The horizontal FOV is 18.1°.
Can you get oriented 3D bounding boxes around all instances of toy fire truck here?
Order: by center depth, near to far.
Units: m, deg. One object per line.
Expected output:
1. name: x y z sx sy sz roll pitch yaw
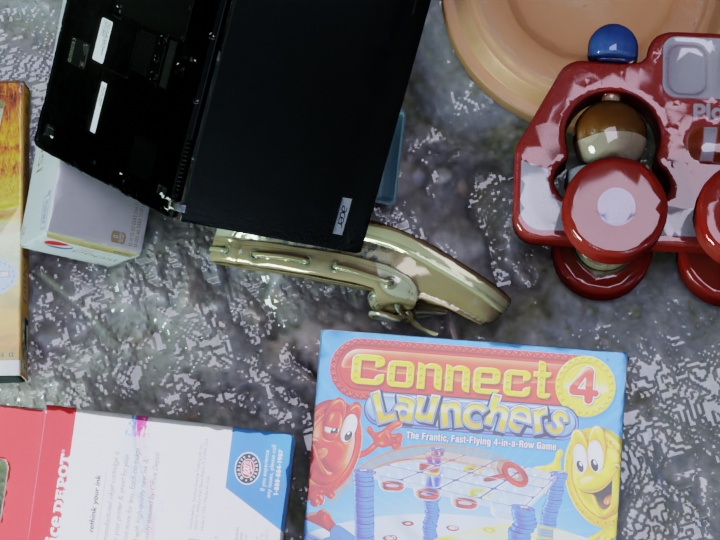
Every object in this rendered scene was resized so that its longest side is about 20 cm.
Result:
1. toy fire truck: 0.198 -0.073 1.442 0.199 0.112 0.169 3 74 2

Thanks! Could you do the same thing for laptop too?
1. laptop: -0.082 -0.125 1.383 0.200 0.103 0.178 27 109 33

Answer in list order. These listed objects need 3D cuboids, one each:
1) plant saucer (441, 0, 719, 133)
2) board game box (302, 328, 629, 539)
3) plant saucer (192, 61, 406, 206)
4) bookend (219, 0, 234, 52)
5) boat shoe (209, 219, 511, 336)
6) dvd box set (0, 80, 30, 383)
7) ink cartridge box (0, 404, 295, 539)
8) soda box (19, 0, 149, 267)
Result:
1. plant saucer: 0.153 -0.191 1.509 0.199 0.032 0.201 0 77 1
2. board game box: 0.064 0.144 1.425 0.199 0.056 0.197 4 78 3
3. plant saucer: -0.067 -0.094 1.465 0.199 0.019 0.070 12 73 -18
4. bookend: 0.023 -0.221 1.472 0.199 0.092 0.200 5 79 12
5. boat shoe: 0.000 0.000 1.457 0.199 0.073 0.063 22 85 17
6. dvd box set: -0.291 -0.024 1.487 0.145 0.029 0.201 -1 77 2
7. ink cartridge box: -0.145 0.152 1.419 0.199 0.067 0.117 7 78 0
8. soda box: -0.166 -0.108 1.474 0.068 0.064 0.201 14 77 -23
